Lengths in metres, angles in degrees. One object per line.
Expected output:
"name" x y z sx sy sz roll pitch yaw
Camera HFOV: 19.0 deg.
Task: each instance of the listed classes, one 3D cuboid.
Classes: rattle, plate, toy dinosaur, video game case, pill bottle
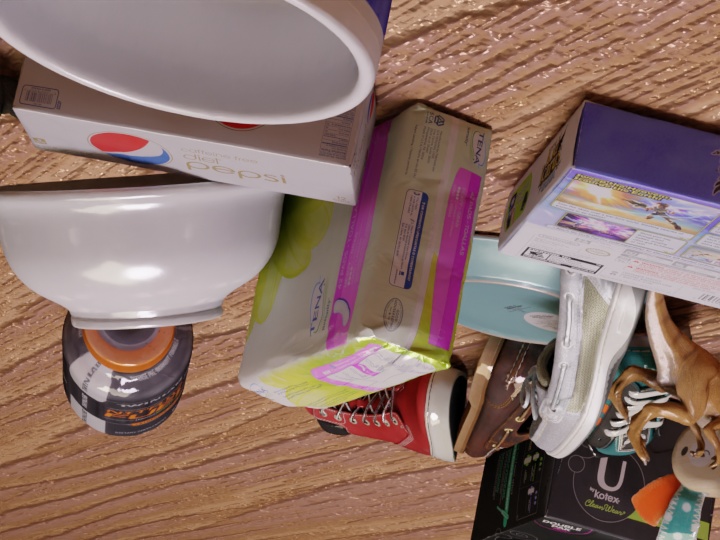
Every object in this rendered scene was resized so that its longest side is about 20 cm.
"rattle" 0.253 0.123 1.526 0.199 0.131 0.143 -23 161 25
"plate" 0.111 0.020 1.529 0.199 0.026 0.200 11 162 4
"toy dinosaur" 0.217 0.069 1.458 0.106 0.060 0.200 -33 114 15
"video game case" 0.198 -0.030 1.269 0.199 0.046 0.181 14 164 -6
"pill bottle" -0.190 0.065 1.747 0.106 0.107 0.200 13 163 -3

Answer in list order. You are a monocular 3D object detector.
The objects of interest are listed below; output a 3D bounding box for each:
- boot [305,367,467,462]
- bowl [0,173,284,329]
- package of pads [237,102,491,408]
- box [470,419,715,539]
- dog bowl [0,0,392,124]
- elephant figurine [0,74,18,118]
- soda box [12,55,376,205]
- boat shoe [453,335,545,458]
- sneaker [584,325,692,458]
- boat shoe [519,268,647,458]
"boot" 0.017 0.115 1.832 0.143 0.073 0.200 13 167 4
"bowl" -0.137 -0.013 1.348 0.200 0.091 0.201 -3 -175 0
"package of pads" 0.000 0.000 1.315 0.068 0.155 0.200 18 163 -21
"box" 0.197 0.180 1.815 0.148 0.125 0.200 15 162 -12
"dog bowl" -0.082 -0.145 1.035 0.199 0.079 0.200 12 163 4
"elephant figurine" -0.297 -0.052 1.276 0.154 0.201 0.142 10 163 5
"soda box" -0.094 -0.093 1.240 0.199 0.064 0.068 11 163 6
"boat shoe" 0.118 0.107 1.702 0.070 0.071 0.200 21 160 4
"sneaker" 0.201 0.091 1.572 0.071 0.080 0.200 -8 169 -9
"boat shoe" 0.144 0.050 1.454 0.064 0.075 0.202 19 141 3
